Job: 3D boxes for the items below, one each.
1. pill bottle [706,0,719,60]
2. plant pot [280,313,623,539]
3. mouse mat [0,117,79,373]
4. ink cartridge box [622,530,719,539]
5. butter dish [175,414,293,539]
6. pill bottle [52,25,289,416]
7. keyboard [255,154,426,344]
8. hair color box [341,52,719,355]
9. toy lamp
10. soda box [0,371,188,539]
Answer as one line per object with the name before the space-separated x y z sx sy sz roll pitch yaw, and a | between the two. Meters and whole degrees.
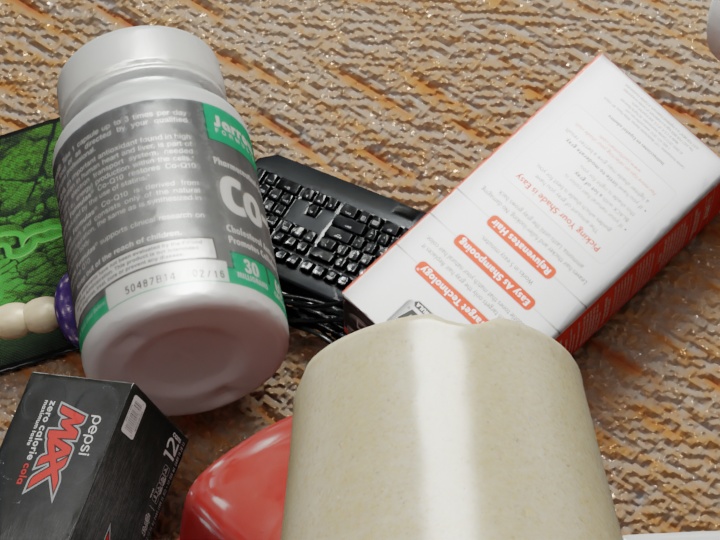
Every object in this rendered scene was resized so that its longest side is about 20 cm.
pill bottle | 0.292 -0.112 1.505 0.200 0.114 0.114 32 75 27
plant pot | 0.040 0.127 1.254 0.200 0.200 0.184 -10 58 11
mouse mat | -0.242 -0.003 1.662 0.200 0.008 0.161 -17 60 8
ink cartridge box | 0.209 0.201 1.323 0.200 0.084 0.145 0 57 -26
butter dish | -0.002 0.128 1.406 0.199 0.148 0.200 -24 41 -25
pill bottle | -0.109 -0.030 1.557 0.113 0.113 0.200 -17 55 6
keyboard | 0.000 0.000 1.573 0.200 0.040 0.104 22 70 26
hair color box | 0.094 -0.011 1.518 0.200 0.061 0.102 -42 74 -15
toy lamp | -0.245 0.038 1.607 0.200 0.058 0.058 -9 61 8
soda box | -0.160 0.153 1.410 0.071 0.063 0.200 4 60 31
